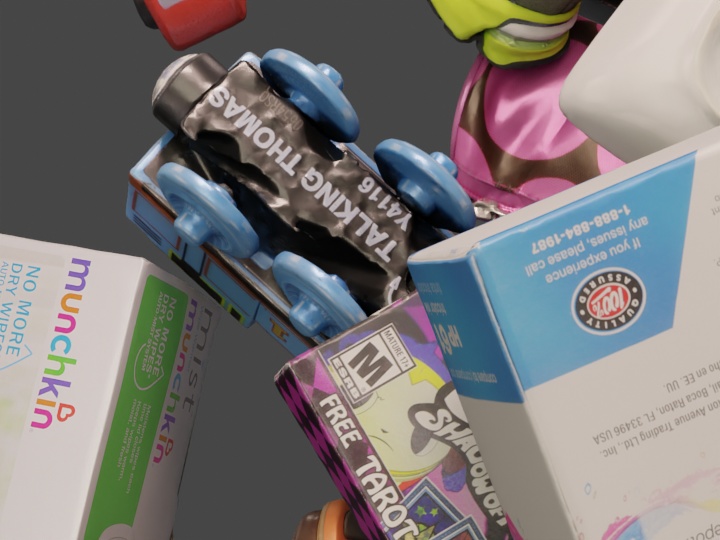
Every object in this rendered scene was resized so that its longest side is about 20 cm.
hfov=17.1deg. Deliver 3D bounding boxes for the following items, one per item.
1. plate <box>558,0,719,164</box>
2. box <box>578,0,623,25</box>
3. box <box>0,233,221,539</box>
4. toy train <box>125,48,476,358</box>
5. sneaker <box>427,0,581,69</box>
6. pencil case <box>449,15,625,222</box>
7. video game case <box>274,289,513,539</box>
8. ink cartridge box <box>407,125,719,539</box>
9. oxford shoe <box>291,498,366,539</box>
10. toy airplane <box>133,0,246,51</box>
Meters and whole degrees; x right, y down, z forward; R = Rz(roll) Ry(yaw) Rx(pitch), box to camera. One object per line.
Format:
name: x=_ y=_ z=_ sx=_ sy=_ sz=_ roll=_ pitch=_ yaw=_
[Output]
plate: x=0.201 y=-0.078 z=0.796 sx=0.200 sy=0.032 sz=0.200 roll=36 pitch=91 yaw=-1
box: x=0.205 y=-0.155 z=0.924 sx=0.192 sy=0.048 sz=0.201 roll=26 pitch=86 yaw=21
box: x=-0.167 y=0.087 z=0.945 sx=0.175 sy=0.097 sz=0.201 roll=10 pitch=80 yaw=19
toy train: x=0.000 y=0.000 z=0.887 sx=0.200 sy=0.114 sz=0.087 roll=41 pitch=75 yaw=4
sneaker: x=0.041 y=-0.178 z=0.880 sx=0.081 sy=0.074 sz=0.201 roll=-43 pitch=71 yaw=47
pencil case: x=0.129 y=-0.023 z=0.895 sx=0.199 sy=0.091 sz=0.094 roll=23 pitch=49 yaw=20
video game case: x=0.097 y=0.076 z=0.803 sx=0.181 sy=0.036 sz=0.201 roll=-28 pitch=82 yaw=-16
ink cartridge box: x=0.120 y=0.062 z=0.731 sx=0.144 sy=0.085 sz=0.201 roll=-22 pitch=93 yaw=-14
oxford shoe: x=-0.035 y=0.184 z=0.902 sx=0.072 sy=0.071 sz=0.201 roll=5 pitch=79 yaw=21
toy airplane: x=-0.099 y=-0.211 z=0.967 sx=0.198 sy=0.141 sz=0.201 roll=25 pitch=85 yaw=19
